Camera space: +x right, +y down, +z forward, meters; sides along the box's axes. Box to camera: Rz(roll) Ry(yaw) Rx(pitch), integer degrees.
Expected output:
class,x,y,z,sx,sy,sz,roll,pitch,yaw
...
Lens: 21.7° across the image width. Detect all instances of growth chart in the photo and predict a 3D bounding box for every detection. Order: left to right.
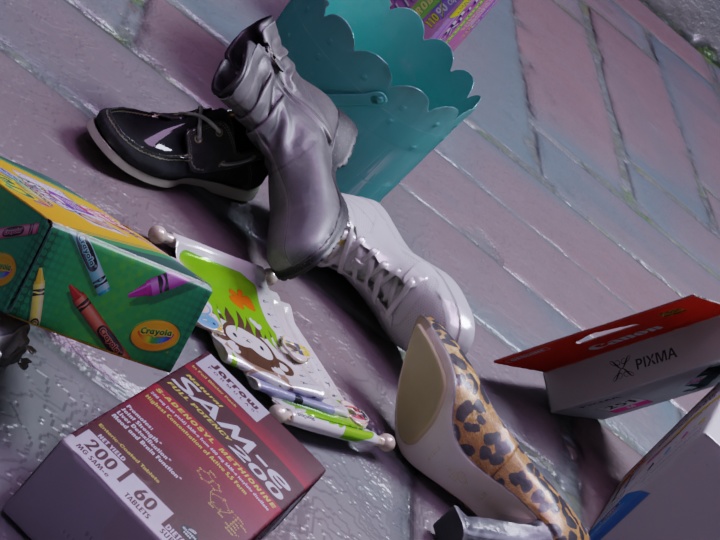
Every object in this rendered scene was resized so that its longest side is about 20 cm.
class,x,y,z,sx,sy,sz,roll,pitch,yaw
growth chart,-0.069,0.048,1.333,0.145,0.018,0.200,16,31,-51

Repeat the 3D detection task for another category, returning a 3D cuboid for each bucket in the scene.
class,x,y,z,sx,sy,sz,roll,pitch,yaw
bucket,-0.008,-0.165,1.686,0.207,0.135,0.207,37,21,-17

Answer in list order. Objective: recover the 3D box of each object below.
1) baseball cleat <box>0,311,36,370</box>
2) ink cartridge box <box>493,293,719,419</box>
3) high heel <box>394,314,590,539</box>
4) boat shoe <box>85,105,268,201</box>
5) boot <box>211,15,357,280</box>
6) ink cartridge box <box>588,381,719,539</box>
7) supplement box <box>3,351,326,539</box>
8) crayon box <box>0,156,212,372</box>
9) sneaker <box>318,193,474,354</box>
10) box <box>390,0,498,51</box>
class,x,y,z,sx,sy,sz,roll,pitch,yaw
baseball cleat,-0.246,0.036,0.969,0.106,0.070,0.200,45,20,4
ink cartridge box,0.241,0.077,1.586,0.173,0.200,0.044,11,63,-53
high heel,0.100,0.131,1.387,0.142,0.071,0.201,17,49,-37
boat shoe,-0.132,-0.104,1.445,0.200,0.068,0.072,7,43,-55
boot,-0.069,-0.094,1.421,0.132,0.070,0.200,50,26,-31
ink cartridge box,0.291,0.198,1.509,0.145,0.147,0.200,45,21,5
supplement box,-0.104,0.124,1.066,0.109,0.061,0.200,44,20,5
crayon box,-0.190,-0.017,1.087,0.119,0.058,0.200,24,5,-42
sneaker,0.000,0.000,1.485,0.115,0.074,0.200,18,22,-45
box,0.056,-0.269,1.940,0.097,0.176,0.200,44,21,5
